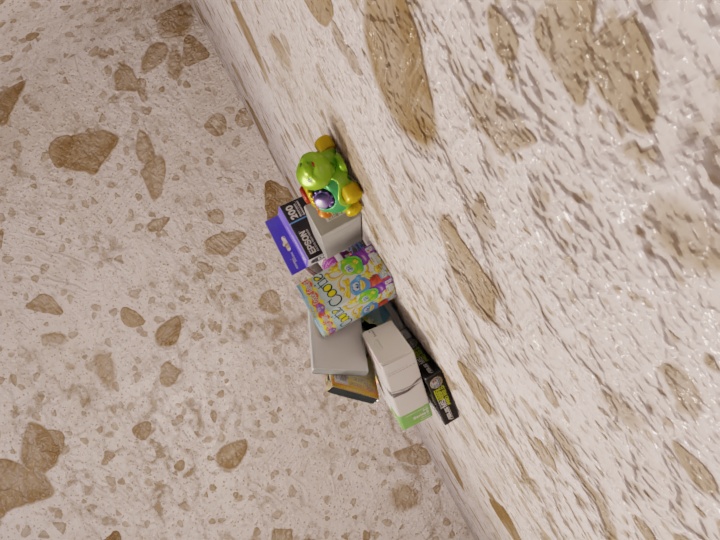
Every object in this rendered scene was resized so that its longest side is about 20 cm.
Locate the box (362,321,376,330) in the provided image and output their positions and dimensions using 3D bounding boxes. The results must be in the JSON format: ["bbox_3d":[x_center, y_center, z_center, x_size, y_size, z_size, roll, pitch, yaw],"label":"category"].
[{"bbox_3d":[-0.015,0.191,1.496,0.198,0.142,0.079,22,-154,-5],"label":"box"}]

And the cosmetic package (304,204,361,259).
[{"bbox_3d":[-0.059,-0.106,1.262,0.091,0.106,0.200,60,172,9],"label":"cosmetic package"}]

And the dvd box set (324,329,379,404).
[{"bbox_3d":[-0.030,0.216,1.326,0.145,0.029,0.202,23,-140,-34],"label":"dvd box set"}]

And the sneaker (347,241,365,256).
[{"bbox_3d":[0.000,0.000,1.367,0.201,0.078,0.075,60,174,17],"label":"sneaker"}]

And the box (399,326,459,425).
[{"bbox_3d":[0.158,0.253,1.328,0.161,0.044,0.200,67,173,-31],"label":"box"}]

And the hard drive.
[{"bbox_3d":[-0.057,0.155,1.295,0.026,0.130,0.202,113,156,-45],"label":"hard drive"}]

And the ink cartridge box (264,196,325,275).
[{"bbox_3d":[-0.139,-0.112,1.468,0.199,0.198,0.044,58,169,27],"label":"ink cartridge box"}]

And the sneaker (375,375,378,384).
[{"bbox_3d":[0.077,0.269,1.439,0.078,0.090,0.201,59,170,39],"label":"sneaker"}]

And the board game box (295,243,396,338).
[{"bbox_3d":[-0.031,0.048,1.255,0.105,0.199,0.103,57,173,30],"label":"board game box"}]

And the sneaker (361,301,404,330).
[{"bbox_3d":[0.031,0.127,1.424,0.201,0.130,0.080,61,175,4],"label":"sneaker"}]

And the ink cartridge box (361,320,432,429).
[{"bbox_3d":[0.085,0.243,1.274,0.146,0.083,0.202,-128,17,-59],"label":"ink cartridge box"}]

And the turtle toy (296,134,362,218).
[{"bbox_3d":[-0.069,-0.173,1.041,0.147,0.100,0.200,60,174,11],"label":"turtle toy"}]

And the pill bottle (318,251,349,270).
[{"bbox_3d":[-0.067,-0.046,1.513,0.201,0.112,0.113,54,171,27],"label":"pill bottle"}]

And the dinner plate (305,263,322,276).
[{"bbox_3d":[-0.123,-0.052,1.587,0.199,0.024,0.202,26,-133,-31],"label":"dinner plate"}]
